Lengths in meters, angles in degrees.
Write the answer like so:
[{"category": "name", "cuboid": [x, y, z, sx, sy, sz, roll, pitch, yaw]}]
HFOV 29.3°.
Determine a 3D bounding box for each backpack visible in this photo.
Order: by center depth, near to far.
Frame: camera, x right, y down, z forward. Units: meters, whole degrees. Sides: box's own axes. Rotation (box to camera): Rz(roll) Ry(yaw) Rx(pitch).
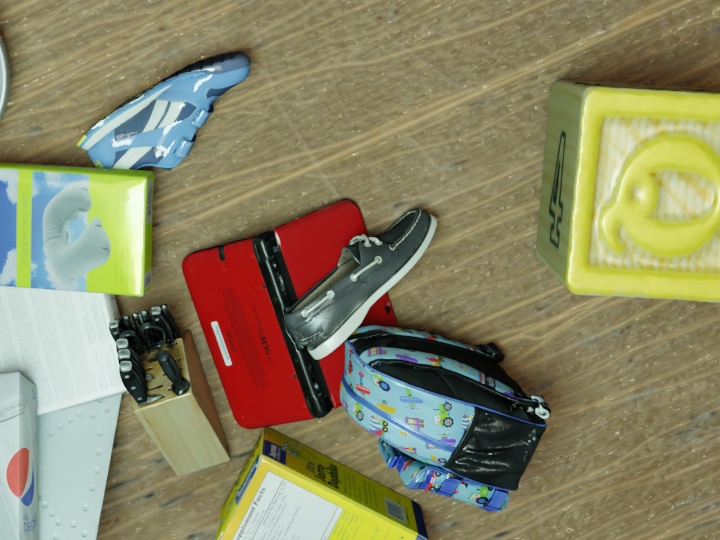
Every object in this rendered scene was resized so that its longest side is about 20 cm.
[{"category": "backpack", "cuboid": [0.066, 0.139, 1.395, 0.198, 0.183, 0.136, 17, 104, -20]}]

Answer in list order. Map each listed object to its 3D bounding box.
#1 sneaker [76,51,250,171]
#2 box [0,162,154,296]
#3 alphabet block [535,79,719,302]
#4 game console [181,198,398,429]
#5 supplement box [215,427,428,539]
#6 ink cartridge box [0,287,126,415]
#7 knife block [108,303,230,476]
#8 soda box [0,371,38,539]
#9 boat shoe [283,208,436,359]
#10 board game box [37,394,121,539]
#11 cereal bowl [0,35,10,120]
[{"category": "sneaker", "cuboid": [-0.189, -0.154, 1.406, 0.198, 0.074, 0.083, -30, 101, 11]}, {"category": "box", "cuboid": [-0.309, -0.044, 1.382, 0.197, 0.048, 0.124, 4, 100, 3]}, {"category": "alphabet block", "cuboid": [0.286, -0.084, 1.367, 0.192, 0.200, 0.199, 2, 100, -3]}, {"category": "game console", "cuboid": [-0.070, 0.048, 1.470, 0.171, 0.118, 0.202, -13, 101, 32]}, {"category": "supplement box", "cuboid": [-0.041, 0.269, 1.463, 0.198, 0.110, 0.110, 28, 98, -7]}, {"category": "ink cartridge box", "cuboid": [-0.348, 0.071, 1.435, 0.197, 0.050, 0.163, -15, 87, 4]}, {"category": "knife block", "cuboid": [-0.195, 0.131, 1.400, 0.063, 0.176, 0.203, -16, 100, 2]}, {"category": "soda box", "cuboid": [-0.356, 0.206, 1.350, 0.067, 0.064, 0.203, -5, 71, 3]}, {"category": "boat shoe", "cuboid": [0.000, 0.000, 1.411, 0.060, 0.074, 0.200, 47, 73, -15]}, {"category": "board game box", "cuboid": [-0.359, 0.201, 1.423, 0.197, 0.026, 0.202, 7, 59, -3]}, {"category": "cereal bowl", "cuboid": [-0.445, -0.196, 1.382, 0.197, 0.083, 0.203, 0, 100, -1]}]
